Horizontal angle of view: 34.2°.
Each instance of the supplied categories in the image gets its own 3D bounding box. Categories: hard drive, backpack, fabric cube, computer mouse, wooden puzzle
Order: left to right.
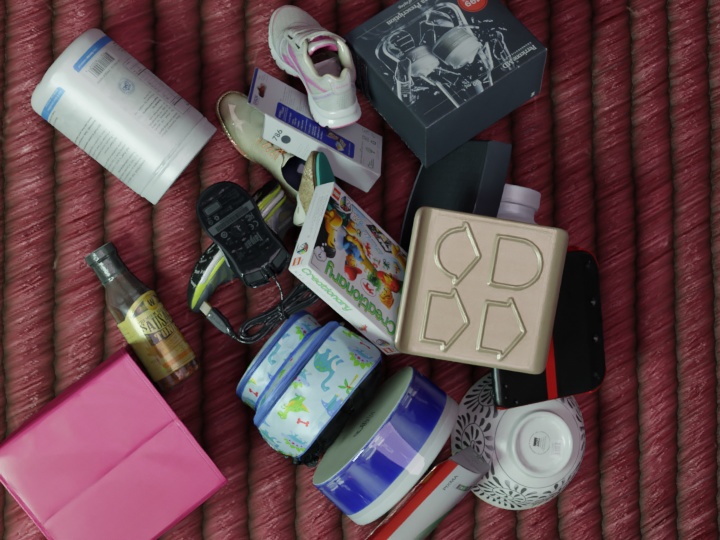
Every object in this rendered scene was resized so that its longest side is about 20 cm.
[{"bbox_3d":[-0.304,0.231,1.416,0.199,0.196,0.200,-38,97,-12],"label":"fabric cube"},{"bbox_3d":[-0.152,-0.004,1.454,0.140,0.046,0.200,-41,80,-6],"label":"computer mouse"},{"bbox_3d":[-0.066,0.143,1.472,0.147,0.200,0.183,38,81,2],"label":"backpack"},{"bbox_3d":[0.120,-0.083,1.560,0.042,0.135,0.200,25,78,-45],"label":"hard drive"},{"bbox_3d":[0.150,0.024,1.469,0.200,0.046,0.186,9,94,-7],"label":"wooden puzzle"}]

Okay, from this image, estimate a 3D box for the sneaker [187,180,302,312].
[{"bbox_3d":[-0.149,-0.019,1.526,0.081,0.074,0.200,41,86,-17],"label":"sneaker"}]

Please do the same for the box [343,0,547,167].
[{"bbox_3d":[0.111,-0.272,1.544,0.200,0.104,0.182,-35,69,-12],"label":"box"}]

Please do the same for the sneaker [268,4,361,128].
[{"bbox_3d":[-0.055,-0.284,1.522,0.081,0.088,0.200,-23,62,-21],"label":"sneaker"}]

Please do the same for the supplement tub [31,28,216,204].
[{"bbox_3d":[-0.296,-0.193,1.467,0.200,0.132,0.132,40,80,-9],"label":"supplement tub"}]

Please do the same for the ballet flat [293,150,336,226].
[{"bbox_3d":[-0.051,-0.050,1.489,0.065,0.070,0.200,-15,91,24],"label":"ballet flat"}]

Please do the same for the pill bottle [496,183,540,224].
[{"bbox_3d":[0.188,-0.012,1.583,0.112,0.112,0.200,12,86,-13],"label":"pill bottle"}]

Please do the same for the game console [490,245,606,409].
[{"bbox_3d":[0.242,0.073,1.539,0.177,0.031,0.200,-7,94,-23],"label":"game console"}]

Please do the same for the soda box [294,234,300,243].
[{"bbox_3d":[0.003,0.011,1.564,0.068,0.064,0.200,-42,98,-10],"label":"soda box"}]

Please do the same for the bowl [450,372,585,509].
[{"bbox_3d":[0.231,0.233,1.594,0.200,0.094,0.201,0,89,-13],"label":"bowl"}]

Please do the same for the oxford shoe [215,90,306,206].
[{"bbox_3d":[-0.109,-0.162,1.538,0.200,0.074,0.071,44,80,-8],"label":"oxford shoe"}]

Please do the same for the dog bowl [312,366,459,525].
[{"bbox_3d":[0.031,0.221,1.493,0.079,0.200,0.200,41,80,-5],"label":"dog bowl"}]

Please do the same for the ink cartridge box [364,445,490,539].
[{"bbox_3d":[0.081,0.303,1.484,0.050,0.200,0.161,44,100,12],"label":"ink cartridge box"}]

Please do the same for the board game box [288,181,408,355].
[{"bbox_3d":[0.000,0.000,1.452,0.200,0.035,0.126,42,50,-36],"label":"board game box"}]

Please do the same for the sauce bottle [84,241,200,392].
[{"bbox_3d":[-0.282,0.058,1.494,0.066,0.066,0.200,-35,97,-12],"label":"sauce bottle"}]

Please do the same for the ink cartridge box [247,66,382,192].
[{"bbox_3d":[-0.064,-0.184,1.530,0.200,0.100,0.039,28,124,-17],"label":"ink cartridge box"}]
